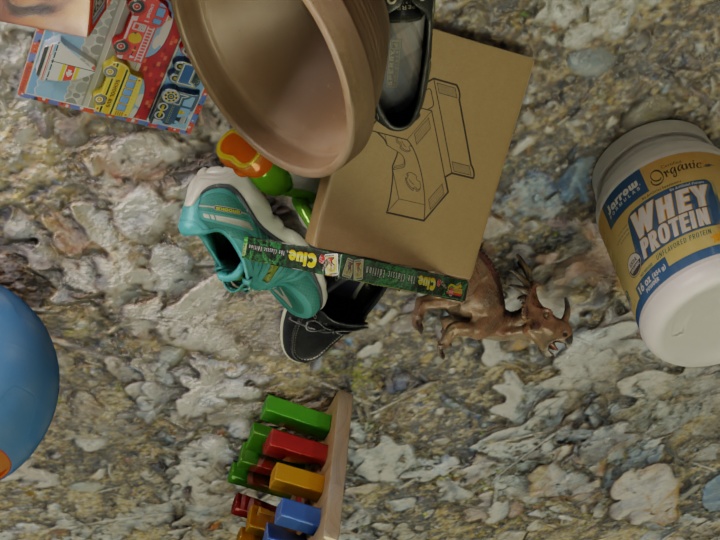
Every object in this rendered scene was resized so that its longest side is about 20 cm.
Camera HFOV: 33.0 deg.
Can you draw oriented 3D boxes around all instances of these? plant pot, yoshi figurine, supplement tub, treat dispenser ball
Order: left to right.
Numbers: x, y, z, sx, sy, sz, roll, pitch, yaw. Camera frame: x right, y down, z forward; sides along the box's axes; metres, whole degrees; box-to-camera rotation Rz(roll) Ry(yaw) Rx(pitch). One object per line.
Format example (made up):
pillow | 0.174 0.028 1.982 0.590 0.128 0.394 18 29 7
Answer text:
treat dispenser ball | -0.375 0.102 1.101 0.199 0.202 0.202 -8 140 -6
plant pot | -0.044 -0.177 0.892 0.092 0.200 0.202 -36 149 -28
yoshi figurine | -0.029 -0.077 1.066 0.112 0.112 0.200 -33 139 13
supplement tub | 0.304 -0.028 1.136 0.143 0.201 0.145 -8 140 -7

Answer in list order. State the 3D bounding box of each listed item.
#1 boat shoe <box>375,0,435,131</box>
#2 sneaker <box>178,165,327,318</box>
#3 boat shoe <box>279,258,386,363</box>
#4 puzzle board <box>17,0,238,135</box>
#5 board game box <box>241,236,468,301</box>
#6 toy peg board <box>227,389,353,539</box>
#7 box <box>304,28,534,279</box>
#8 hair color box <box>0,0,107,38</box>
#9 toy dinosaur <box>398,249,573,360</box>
boat shoe | 0.031 -0.204 0.932 0.068 0.057 0.202 -6 120 -12
sneaker | -0.103 -0.012 1.126 0.077 0.080 0.200 1 146 38
boat shoe | -0.026 0.037 1.230 0.074 0.063 0.200 10 136 -28
puzzle board | -0.173 -0.194 0.958 0.149 0.017 0.201 10 134 -25
board game box | 0.000 0.000 1.046 0.104 0.024 0.199 8 177 36
toy peg board | -0.094 0.259 1.378 0.097 0.200 0.201 18 133 -11
box | 0.051 -0.103 1.036 0.162 0.021 0.202 11 101 -27
hair color box | -0.212 -0.261 0.773 0.110 0.064 0.201 9 120 -4
toy dinosaur | 0.116 0.017 1.236 0.135 0.086 0.200 -36 119 11
